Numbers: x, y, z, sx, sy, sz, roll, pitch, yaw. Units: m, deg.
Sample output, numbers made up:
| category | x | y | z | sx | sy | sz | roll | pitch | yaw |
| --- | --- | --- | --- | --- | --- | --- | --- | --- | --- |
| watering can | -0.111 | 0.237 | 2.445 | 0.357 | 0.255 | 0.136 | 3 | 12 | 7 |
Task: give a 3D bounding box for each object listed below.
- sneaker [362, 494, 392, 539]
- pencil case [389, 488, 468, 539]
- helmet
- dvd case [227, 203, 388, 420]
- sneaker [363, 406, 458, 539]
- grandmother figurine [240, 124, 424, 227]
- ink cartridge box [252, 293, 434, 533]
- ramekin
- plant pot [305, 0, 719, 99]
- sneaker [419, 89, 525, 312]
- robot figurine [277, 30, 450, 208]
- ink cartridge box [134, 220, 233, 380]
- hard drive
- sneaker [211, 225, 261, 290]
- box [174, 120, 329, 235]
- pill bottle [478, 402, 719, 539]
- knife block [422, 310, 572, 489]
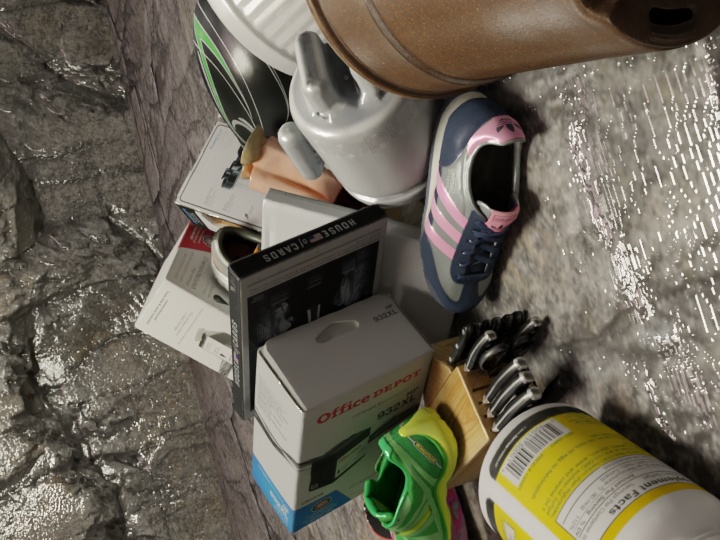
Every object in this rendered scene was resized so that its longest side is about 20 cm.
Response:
| category | x | y | z | sx | sy | sz | roll | pitch | yaw |
| --- | --- | --- | --- | --- | --- | --- | --- | --- | --- |
| sneaker | 0.028 | 0.236 | 1.035 | 0.087 | 0.073 | 0.202 | 51 | -155 | -59 |
| pencil case | 0.071 | 0.263 | 0.918 | 0.087 | 0.086 | 0.202 | 128 | 128 | -65 |
| helmet | -0.085 | -0.240 | 0.890 | 0.200 | 0.198 | 0.193 | 38 | 148 | 60 |
| dvd case | -0.049 | 0.042 | 0.769 | 0.025 | 0.149 | 0.201 | 47 | 148 | 32 |
| sneaker | 0.040 | 0.213 | 0.787 | 0.074 | 0.083 | 0.202 | -132 | 33 | -50 |
| grandmother figurine | -0.022 | -0.076 | 0.847 | 0.121 | 0.198 | 0.061 | 116 | 178 | -82 |
| ink cartridge box | -0.022 | 0.138 | 0.805 | 0.084 | 0.144 | 0.201 | 48 | 146 | 33 |
| ramekin | -0.040 | -0.282 | 0.736 | 0.105 | 0.199 | 0.203 | -24 | 79 | 44 |
| plant pot | 0.092 | -0.194 | 0.456 | 0.198 | 0.198 | 0.203 | 20 | 121 | 58 |
| sneaker | 0.095 | -0.040 | 0.694 | 0.082 | 0.069 | 0.202 | -131 | 32 | -52 |
| robot figurine | 0.012 | -0.127 | 0.717 | 0.200 | 0.168 | 0.114 | 47 | -150 | -57 |
| ink cartridge box | -0.147 | 0.048 | 1.006 | 0.083 | 0.199 | 0.147 | -51 | 17 | 28 |
| hard drive | 0.000 | 0.000 | 0.821 | 0.026 | 0.198 | 0.133 | -69 | -9 | -45 |
| sneaker | -0.079 | 0.013 | 0.910 | 0.198 | 0.074 | 0.080 | 23 | 157 | 11 |
| box | -0.099 | -0.087 | 0.965 | 0.118 | 0.198 | 0.060 | -66 | -20 | -16 |
| pill bottle | 0.173 | 0.177 | 0.552 | 0.200 | 0.113 | 0.116 | -146 | 46 | -62 |
| knife block | 0.119 | 0.130 | 0.736 | 0.175 | 0.063 | 0.203 | -148 | 49 | -64 |
